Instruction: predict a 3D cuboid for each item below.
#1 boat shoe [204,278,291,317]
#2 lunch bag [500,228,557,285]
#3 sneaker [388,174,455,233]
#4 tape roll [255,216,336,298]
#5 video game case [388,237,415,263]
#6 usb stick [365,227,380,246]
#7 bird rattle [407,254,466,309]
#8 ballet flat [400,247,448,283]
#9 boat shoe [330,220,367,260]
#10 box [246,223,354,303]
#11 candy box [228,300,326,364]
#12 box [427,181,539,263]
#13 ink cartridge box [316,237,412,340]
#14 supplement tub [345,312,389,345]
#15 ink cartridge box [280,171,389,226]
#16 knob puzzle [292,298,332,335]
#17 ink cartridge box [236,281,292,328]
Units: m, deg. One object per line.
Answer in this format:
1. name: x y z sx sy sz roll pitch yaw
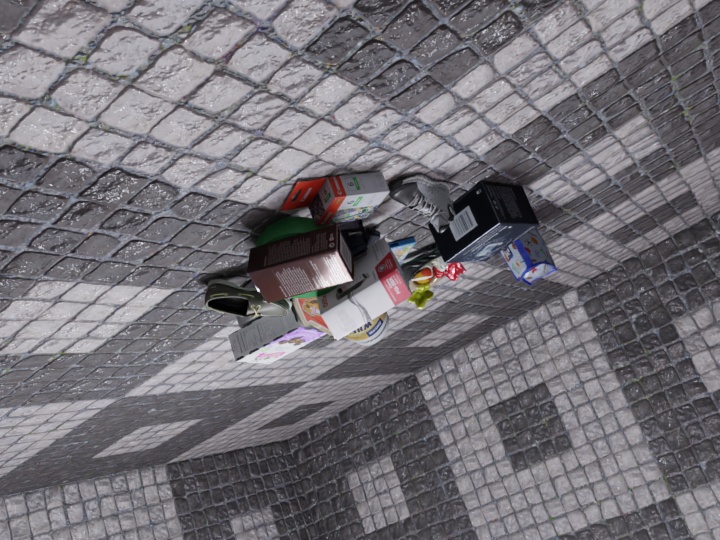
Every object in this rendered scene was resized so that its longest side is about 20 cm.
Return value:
1. boat shoe: -0.255 0.076 1.560 0.196 0.061 0.073 13 131 -8
2. lunch bag: 0.476 -0.061 2.016 0.122 0.173 0.199 -32 161 18
3. sneaker: 0.148 -0.138 1.496 0.197 0.118 0.075 -3 155 -46
4. tape roll: -0.126 -0.024 1.454 0.194 0.049 0.204 -1 137 -1
5. video game case: 0.039 -0.028 1.830 0.195 0.018 0.144 -15 160 -23
6. usb stick: 0.000 0.000 1.651 0.055 0.032 0.205 9 102 -52
7. bird rattle: 0.204 0.015 2.027 0.198 0.115 0.162 -34 142 24
8. ballet flat: 0.200 -0.020 1.934 0.196 0.070 0.068 -28 166 -1
9. boat shoe: -0.075 -0.051 1.511 0.195 0.095 0.075 -21 162 -6
10. box: -0.118 -0.012 1.380 0.194 0.076 0.101 -15 136 13
11. candy box: -0.199 0.157 1.704 0.196 0.073 0.167 -28 162 18
12. box: 0.313 -0.118 1.750 0.197 0.120 0.196 -4 154 -46
13. ink cartridge box: 0.000 0.039 1.528 0.197 0.148 0.084 -31 122 6
14. supplement tub: -0.011 0.099 1.802 0.141 0.147 0.201 -25 144 10
15. ink cartridge box: -0.050 -0.139 1.368 0.195 0.051 0.109 -12 159 -33
16. knob puzzle: -0.089 0.036 1.620 0.030 0.227 0.216 10 -173 42
17. ink cartridge box: -0.198 0.058 1.681 0.198 0.087 0.143 -34 159 34
